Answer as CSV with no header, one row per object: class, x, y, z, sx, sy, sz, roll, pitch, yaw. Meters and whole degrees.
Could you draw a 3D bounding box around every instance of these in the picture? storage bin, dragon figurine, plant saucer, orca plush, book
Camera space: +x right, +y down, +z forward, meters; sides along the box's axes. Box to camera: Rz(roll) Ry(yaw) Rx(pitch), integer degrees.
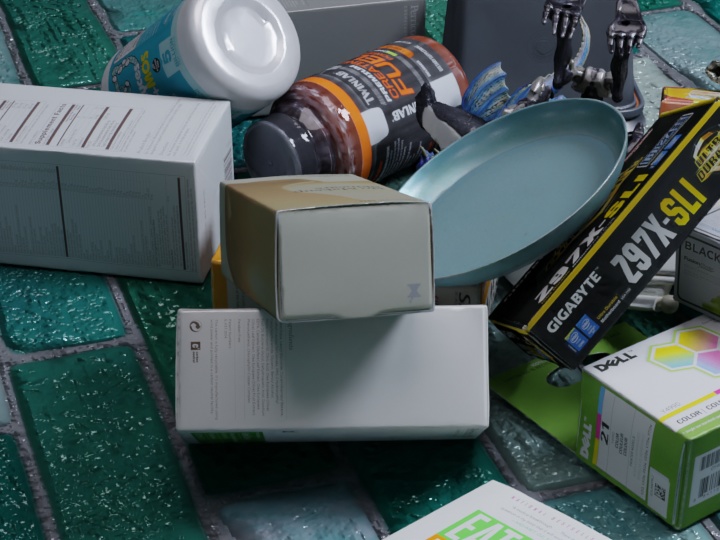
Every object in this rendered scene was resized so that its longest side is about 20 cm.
storage bin,0.163,-0.215,1.672,0.200,0.134,0.146,-1,30,-3
dragon figurine,0.127,-0.135,1.533,0.099,0.200,0.059,25,12,-42
plant saucer,0.102,-0.051,1.280,0.200,0.027,0.200,-26,28,15
orca plush,0.115,-0.066,1.449,0.071,0.105,0.200,-10,42,-35
book,0.048,0.200,1.058,0.200,0.048,0.134,-24,34,-32

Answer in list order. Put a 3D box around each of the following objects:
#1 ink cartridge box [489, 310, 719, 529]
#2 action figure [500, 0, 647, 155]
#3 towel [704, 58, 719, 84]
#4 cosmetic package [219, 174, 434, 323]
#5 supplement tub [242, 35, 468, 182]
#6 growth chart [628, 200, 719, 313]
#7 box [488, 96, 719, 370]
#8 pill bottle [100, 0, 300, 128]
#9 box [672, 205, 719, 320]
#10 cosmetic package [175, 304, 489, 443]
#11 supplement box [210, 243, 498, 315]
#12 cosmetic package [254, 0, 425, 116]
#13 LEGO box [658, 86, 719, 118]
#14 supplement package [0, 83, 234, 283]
ink cartridge box,0.200,0.073,1.236,0.148,0.076,0.200,-21,37,-31
action figure,0.168,-0.115,1.390,0.119,0.200,0.102,18,52,19
towel,0.426,-0.153,1.529,0.192,0.035,0.200,-1,8,-44
cosmetic package,-0.027,-0.019,1.186,0.105,0.071,0.200,-4,9,-15
supplement tub,-0.004,-0.124,1.545,0.107,0.107,0.200,26,39,37
growth chart,0.243,-0.044,1.359,0.200,0.018,0.145,-50,25,-10
box,0.178,-0.025,1.240,0.049,0.200,0.160,41,-1,-6
pill bottle,-0.147,-0.161,1.536,0.111,0.111,0.200,-30,2,-41
box,0.325,-0.018,1.261,0.200,0.060,0.117,-23,34,-36
cosmetic package,-0.018,0.069,1.194,0.200,0.085,0.108,0,-10,0
supplement box,0.000,0.000,1.362,0.200,0.074,0.126,6,33,10
cosmetic package,-0.042,-0.213,1.698,0.200,0.107,0.090,-8,31,-10
LEGO box,0.343,-0.102,1.490,0.200,0.077,0.149,6,11,9
supplement package,-0.211,-0.073,1.449,0.200,0.114,0.110,6,32,9
